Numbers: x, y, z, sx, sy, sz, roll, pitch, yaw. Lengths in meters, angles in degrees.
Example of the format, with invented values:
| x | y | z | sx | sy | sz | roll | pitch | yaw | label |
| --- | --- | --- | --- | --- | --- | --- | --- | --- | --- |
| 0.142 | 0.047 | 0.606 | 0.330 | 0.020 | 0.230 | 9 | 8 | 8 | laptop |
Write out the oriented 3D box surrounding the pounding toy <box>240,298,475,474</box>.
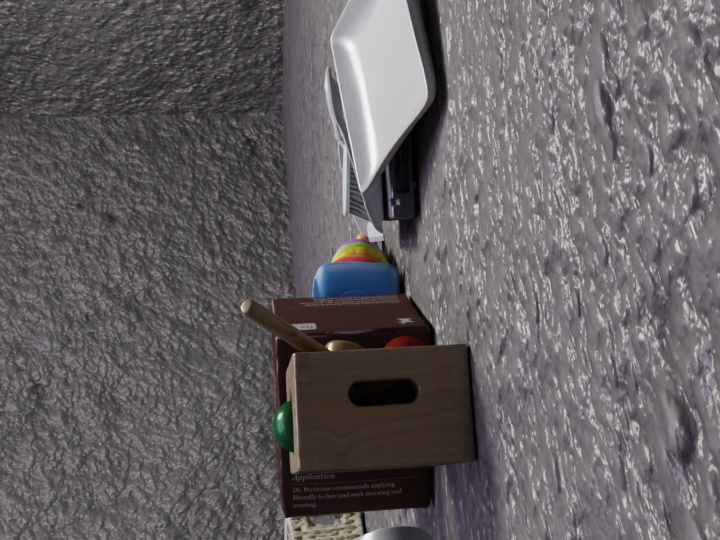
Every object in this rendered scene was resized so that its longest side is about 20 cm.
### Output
| x | y | z | sx | sy | sz | roll | pitch | yaw | label |
| --- | --- | --- | --- | --- | --- | --- | --- | --- | --- |
| -0.008 | 0.109 | 0.978 | 0.184 | 0.196 | 0.145 | 119 | 149 | -77 | pounding toy |

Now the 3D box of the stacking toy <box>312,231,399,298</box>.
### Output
| x | y | z | sx | sy | sz | roll | pitch | yaw | label |
| --- | --- | --- | --- | --- | --- | --- | --- | --- | --- |
| 0.000 | 0.000 | 1.381 | 0.201 | 0.108 | 0.118 | -82 | -8 | -60 | stacking toy |

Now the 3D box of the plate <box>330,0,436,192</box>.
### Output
| x | y | z | sx | sy | sz | roll | pitch | yaw | label |
| --- | --- | --- | --- | --- | --- | --- | --- | --- | --- |
| 0.026 | -0.213 | 1.111 | 0.200 | 0.032 | 0.203 | 129 | 135 | -60 | plate |

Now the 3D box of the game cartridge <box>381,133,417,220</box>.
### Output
| x | y | z | sx | sy | sz | roll | pitch | yaw | label |
| --- | --- | --- | --- | --- | --- | --- | --- | --- | --- |
| 0.038 | -0.159 | 1.214 | 0.130 | 0.038 | 0.204 | -143 | 51 | -86 | game cartridge |

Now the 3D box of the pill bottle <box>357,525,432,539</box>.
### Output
| x | y | z | sx | sy | sz | roll | pitch | yaw | label |
| --- | --- | --- | --- | --- | --- | --- | --- | --- | --- |
| 0.042 | 0.350 | 1.004 | 0.113 | 0.110 | 0.202 | 96 | 169 | -52 | pill bottle |

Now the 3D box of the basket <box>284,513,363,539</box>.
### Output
| x | y | z | sx | sy | sz | roll | pitch | yaw | label |
| --- | --- | --- | --- | --- | --- | --- | --- | --- | --- |
| -0.057 | 0.510 | 1.819 | 0.124 | 0.133 | 0.203 | -108 | 17 | -59 | basket |

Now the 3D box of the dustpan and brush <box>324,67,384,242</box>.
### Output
| x | y | z | sx | sy | sz | roll | pitch | yaw | label |
| --- | --- | --- | --- | --- | --- | --- | --- | --- | --- |
| -0.011 | -0.134 | 1.245 | 0.140 | 0.056 | 0.204 | -176 | 84 | -83 | dustpan and brush |

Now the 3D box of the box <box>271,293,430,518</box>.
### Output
| x | y | z | sx | sy | sz | roll | pitch | yaw | label |
| --- | --- | --- | --- | --- | --- | --- | --- | --- | --- |
| -0.014 | 0.144 | 1.185 | 0.164 | 0.163 | 0.204 | -120 | 29 | -77 | box |
